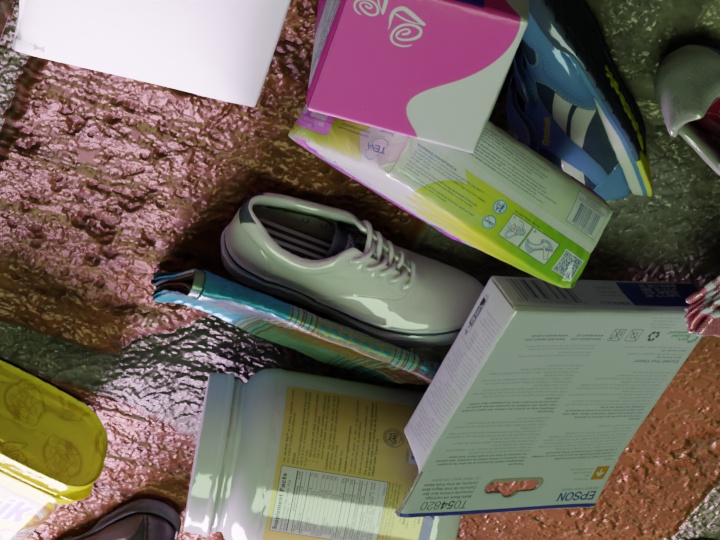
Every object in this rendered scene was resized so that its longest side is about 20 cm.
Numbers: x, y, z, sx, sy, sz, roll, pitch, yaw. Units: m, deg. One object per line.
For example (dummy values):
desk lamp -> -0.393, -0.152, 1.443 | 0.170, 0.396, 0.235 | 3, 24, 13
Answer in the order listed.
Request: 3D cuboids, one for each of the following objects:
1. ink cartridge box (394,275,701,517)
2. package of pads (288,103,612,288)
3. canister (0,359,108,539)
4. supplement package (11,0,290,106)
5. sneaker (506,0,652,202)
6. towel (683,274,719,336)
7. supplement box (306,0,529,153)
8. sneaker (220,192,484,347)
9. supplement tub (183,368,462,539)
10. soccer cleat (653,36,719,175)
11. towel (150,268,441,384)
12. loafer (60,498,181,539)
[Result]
ink cartridge box -> 0.133, 0.091, 1.432 | 0.199, 0.041, 0.200 | 2, 128, -37
package of pads -> 0.051, -0.068, 1.260 | 0.154, 0.200, 0.068 | 32, 88, -23
canister -> -0.316, 0.167, 1.591 | 0.148, 0.087, 0.200 | 30, 131, -22
supplement package -> -0.109, -0.207, 1.153 | 0.156, 0.111, 0.200 | 13, 151, -7
sneaker -> 0.126, -0.113, 1.289 | 0.082, 0.074, 0.200 | -14, 131, 20
towel -> 0.340, 0.003, 1.381 | 0.146, 0.030, 0.200 | 17, 138, -43
supplement box -> 0.035, -0.176, 1.143 | 0.101, 0.200, 0.103 | 14, 134, -9
sneaker -> 0.000, 0.000, 1.402 | 0.200, 0.073, 0.071 | 15, 150, -8
supplement tub -> -0.026, 0.153, 1.511 | 0.200, 0.146, 0.146 | 9, 134, -4
soccer cleat -> 0.271, -0.074, 1.304 | 0.200, 0.086, 0.070 | 28, 130, -21
towel -> -0.047, 0.044, 1.435 | 0.200, 0.022, 0.147 | 22, 172, -16
loafer -> -0.229, 0.263, 1.693 | 0.072, 0.063, 0.200 | 34, 128, -25
